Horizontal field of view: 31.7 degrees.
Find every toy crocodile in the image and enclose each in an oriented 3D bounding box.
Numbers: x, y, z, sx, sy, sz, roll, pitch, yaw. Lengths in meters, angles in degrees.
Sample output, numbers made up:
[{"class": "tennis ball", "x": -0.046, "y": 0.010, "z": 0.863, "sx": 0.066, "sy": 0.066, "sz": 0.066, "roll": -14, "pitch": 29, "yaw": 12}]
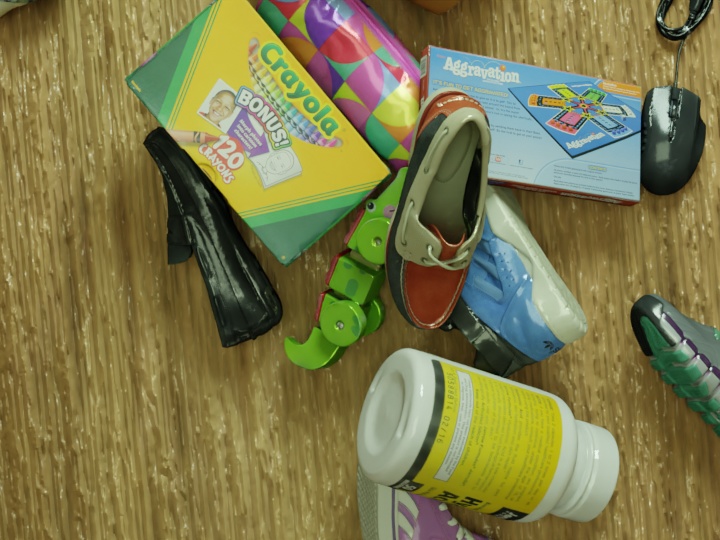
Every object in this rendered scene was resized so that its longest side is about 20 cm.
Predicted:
[{"class": "toy crocodile", "x": 0.000, "y": 0.000, "z": 1.073, "sx": 0.062, "sy": 0.067, "sz": 0.201, "roll": 29, "pitch": 108, "yaw": 14}]

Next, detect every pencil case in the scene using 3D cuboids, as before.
[{"class": "pencil case", "x": 0.004, "y": -0.176, "z": 1.071, "sx": 0.200, "sy": 0.088, "sz": 0.088, "roll": 45, "pitch": 95, "yaw": 2}]

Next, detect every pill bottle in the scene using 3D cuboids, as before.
[{"class": "pill bottle", "x": 0.107, "y": 0.142, "z": 1.034, "sx": 0.199, "sy": 0.111, "sz": 0.112, "roll": 18, "pitch": 93, "yaw": -20}]

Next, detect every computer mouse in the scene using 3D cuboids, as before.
[{"class": "computer mouse", "x": 0.270, "y": -0.163, "z": 1.072, "sx": 0.058, "sy": 0.034, "sz": 0.201, "roll": 8, "pitch": 92, "yaw": 6}]

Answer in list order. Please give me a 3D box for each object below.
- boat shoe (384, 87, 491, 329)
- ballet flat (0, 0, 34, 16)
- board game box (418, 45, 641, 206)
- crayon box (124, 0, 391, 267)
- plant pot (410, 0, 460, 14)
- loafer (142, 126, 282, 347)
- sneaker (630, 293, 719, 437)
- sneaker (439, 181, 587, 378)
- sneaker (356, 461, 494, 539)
[{"class": "boat shoe", "x": 0.064, "y": -0.038, "z": 0.978, "sx": 0.071, "sy": 0.063, "sz": 0.201, "roll": 1, "pitch": 116, "yaw": -16}, {"class": "ballet flat", "x": -0.349, "y": -0.254, "z": 1.118, "sx": 0.199, "sy": 0.074, "sz": 0.075, "roll": 11, "pitch": 93, "yaw": 7}, {"class": "board game box", "x": 0.141, "y": -0.117, "z": 1.041, "sx": 0.199, "sy": 0.019, "sz": 0.104, "roll": 7, "pitch": 80, "yaw": -20}, {"class": "crayon box", "x": -0.082, "y": -0.118, "z": 1.046, "sx": 0.119, "sy": 0.058, "sz": 0.200, "roll": -41, "pitch": 96, "yaw": 2}, {"class": "plant pot", "x": 0.036, "y": -0.314, "z": 1.022, "sx": 0.183, "sy": 0.200, "sz": 0.200, "roll": 38, "pitch": 95, "yaw": -13}, {"class": "loafer", "x": -0.139, "y": -0.028, "z": 1.095, "sx": 0.070, "sy": 0.068, "sz": 0.201, "roll": -29, "pitch": 93, "yaw": -3}, {"class": "sneaker", "x": 0.313, "y": 0.083, "z": 1.067, "sx": 0.087, "sy": 0.074, "sz": 0.200, "roll": -42, "pitch": 95, "yaw": -12}, {"class": "sneaker", "x": 0.095, "y": -0.006, "z": 1.070, "sx": 0.111, "sy": 0.077, "sz": 0.200, "roll": -34, "pitch": 78, "yaw": 17}, {"class": "sneaker", "x": 0.060, "y": 0.213, "z": 1.094, "sx": 0.114, "sy": 0.073, "sz": 0.202, "roll": -4, "pitch": 86, "yaw": -14}]
